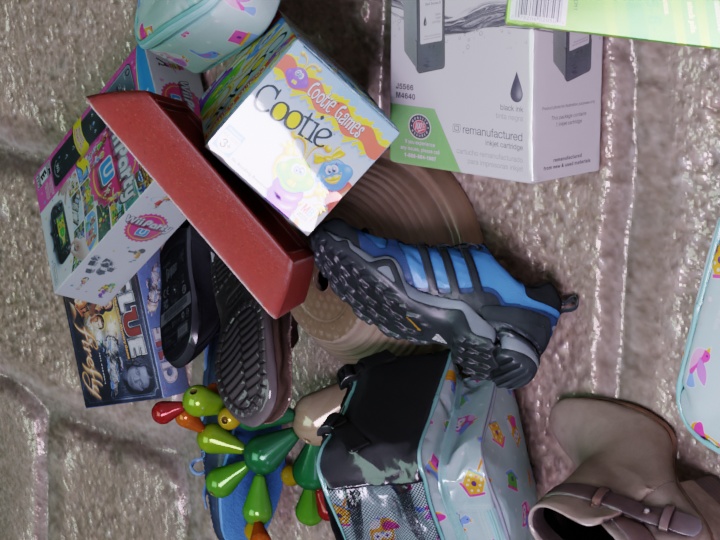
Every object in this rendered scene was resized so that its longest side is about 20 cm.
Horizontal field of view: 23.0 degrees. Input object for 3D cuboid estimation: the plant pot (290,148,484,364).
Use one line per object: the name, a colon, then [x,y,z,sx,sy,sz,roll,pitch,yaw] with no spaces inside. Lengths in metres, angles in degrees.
plant pot: [0.000,0.000,1.426,0.200,0.092,0.202,13,108,45]

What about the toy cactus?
toy cactus: [-0.067,0.148,1.504,0.165,0.102,0.200,-33,117,12]

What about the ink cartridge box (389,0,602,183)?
ink cartridge box: [0.098,-0.174,1.286,0.145,0.084,0.201,12,108,44]

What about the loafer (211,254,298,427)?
loafer: [-0.075,0.047,1.470,0.073,0.071,0.201,-43,37,33]

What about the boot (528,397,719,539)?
boot: [0.170,0.156,1.241,0.200,0.146,0.071,27,120,40]

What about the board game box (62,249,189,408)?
board game box: [-0.238,0.029,1.725,0.135,0.034,0.201,-12,91,47]

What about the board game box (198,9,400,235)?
board game box: [-0.052,-0.117,1.349,0.105,0.200,0.103,41,96,-14]

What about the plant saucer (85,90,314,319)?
plant saucer: [-0.104,-0.057,1.292,0.037,0.200,0.200,-40,89,5]

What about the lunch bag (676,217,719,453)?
lunch bag: [0.294,0.039,1.123,0.160,0.077,0.201,31,120,38]

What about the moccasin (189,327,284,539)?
moccasin: [-0.110,0.146,1.600,0.068,0.080,0.201,2,87,52]

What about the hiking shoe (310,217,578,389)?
hiking shoe: [0.057,0.011,1.332,0.199,0.087,0.075,31,151,9]

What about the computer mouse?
computer mouse: [-0.136,-0.020,1.583,0.140,0.046,0.201,-42,47,47]

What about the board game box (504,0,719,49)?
board game box: [0.198,-0.198,1.162,0.199,0.030,0.096,10,108,17]

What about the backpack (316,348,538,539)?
backpack: [0.057,0.179,1.345,0.152,0.176,0.201,-2,118,11]

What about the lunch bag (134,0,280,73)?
lunch bag: [-0.110,-0.273,1.431,0.160,0.077,0.201,-21,54,55]

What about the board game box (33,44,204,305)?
board game box: [-0.212,-0.087,1.598,0.200,0.064,0.148,-44,47,32]
